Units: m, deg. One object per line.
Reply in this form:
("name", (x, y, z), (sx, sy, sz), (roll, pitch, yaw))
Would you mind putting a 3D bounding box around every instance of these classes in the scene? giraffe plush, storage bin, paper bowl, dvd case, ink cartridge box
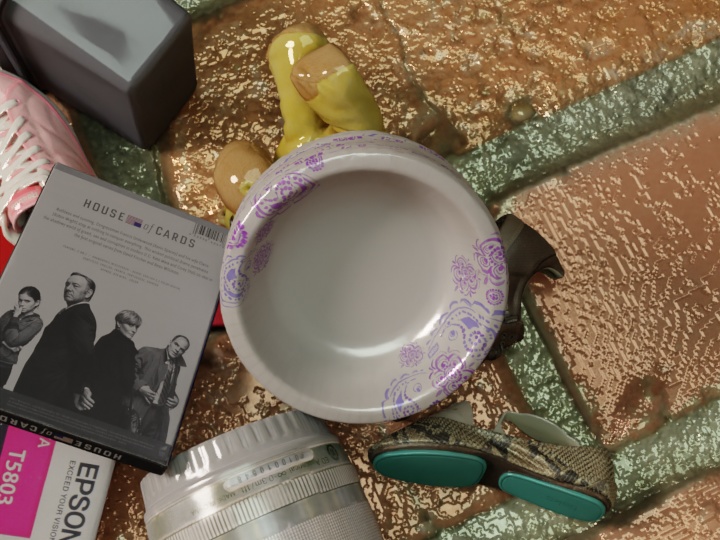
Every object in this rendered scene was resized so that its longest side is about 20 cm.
("giraffe plush", (-0.051, -0.079, 0.805), (0.162, 0.173, 0.200), (-36, 101, 0))
("storage bin", (-0.209, -0.197, 0.821), (0.134, 0.200, 0.146), (35, 77, -1))
("paper bowl", (0.000, 0.000, 0.708), (0.199, 0.104, 0.202), (-2, 110, -5))
("dvd case", (-0.181, 0.028, 0.696), (0.150, 0.025, 0.201), (22, 52, -13))
("ink cartridge box", (-0.262, 0.119, 0.724), (0.164, 0.075, 0.201), (14, 93, -18))

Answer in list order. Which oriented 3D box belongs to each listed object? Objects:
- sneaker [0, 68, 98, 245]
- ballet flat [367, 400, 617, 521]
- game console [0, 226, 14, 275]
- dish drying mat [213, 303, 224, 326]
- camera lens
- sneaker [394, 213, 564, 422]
("sneaker", (-0.268, -0.084, 0.787), (0.075, 0.105, 0.201), (-37, 92, 7))
("ballet flat", (0.107, 0.144, 0.781), (0.199, 0.068, 0.076), (12, 52, -1))
("game console", (-0.375, -0.017, 0.821), (0.172, 0.119, 0.201), (-35, 48, 21))
("dish drying mat", (-0.114, 0.012, 0.840), (0.199, 0.018, 0.077), (-1, 71, 2))
("camera lens", (-0.058, 0.221, 0.703), (0.159, 0.160, 0.201), (-22, 75, -5))
("sneaker", (0.094, 0.051, 0.799), (0.075, 0.070, 0.200), (36, 84, -5))
